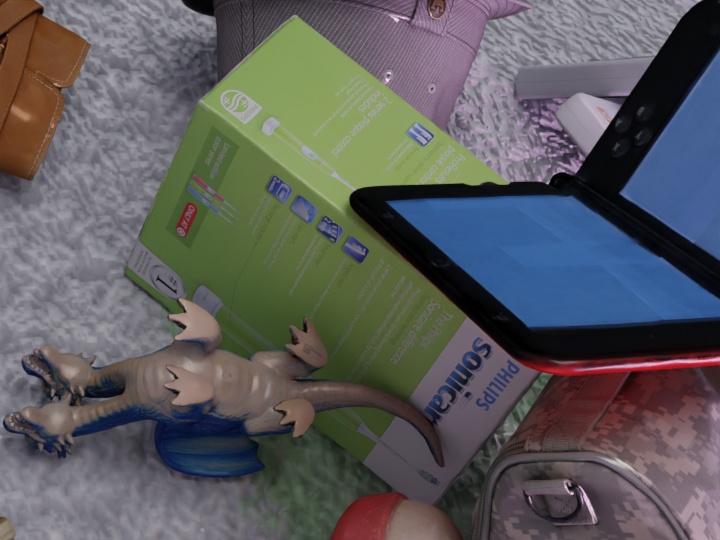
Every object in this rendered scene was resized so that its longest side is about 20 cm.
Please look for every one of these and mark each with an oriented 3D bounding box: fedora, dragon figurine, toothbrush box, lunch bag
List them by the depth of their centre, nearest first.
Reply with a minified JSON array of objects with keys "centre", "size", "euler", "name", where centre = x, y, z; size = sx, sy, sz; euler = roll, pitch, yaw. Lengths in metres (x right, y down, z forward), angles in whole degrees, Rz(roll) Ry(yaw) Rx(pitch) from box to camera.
[{"centre":[0.135,0.096,0.800],"size":[0.139,0.169,0.200],"euler":[-1,28,31],"name":"lunch bag"},{"centre":[-0.064,0.062,0.864],"size":[0.199,0.099,0.059],"euler":[10,66,-25],"name":"dragon figurine"},{"centre":[0.000,0.000,0.893],"size":[0.200,0.146,0.086],"euler":[39,51,7],"name":"toothbrush box"},{"centre":[-0.004,-0.110,0.985],"size":[0.200,0.176,0.091],"euler":[9,85,-55],"name":"fedora"}]

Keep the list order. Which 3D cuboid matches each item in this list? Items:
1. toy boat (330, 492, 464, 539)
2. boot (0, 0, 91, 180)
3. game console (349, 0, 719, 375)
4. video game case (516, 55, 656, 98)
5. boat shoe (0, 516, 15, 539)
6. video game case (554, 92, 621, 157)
[{"centre":[-0.026,0.193,0.780],"size":[0.130,0.131,0.201],"euler":[3,49,15],"name":"toy boat"},{"centre":[-0.229,-0.083,0.902],"size":[0.154,0.074,0.201],"euler":[33,64,-18],"name":"boot"},{"centre":[0.114,-0.043,0.751],"size":[0.118,0.173,0.200],"euler":[30,7,-30],"name":"game console"},{"centre":[0.216,-0.111,1.052],"size":[0.181,0.200,0.023],"euler":[-3,95,-26],"name":"video game case"},{"centre":[-0.193,0.179,0.734],"size":[0.065,0.072,0.200],"euler":[51,40,-12],"name":"boat shoe"},{"centre":[0.204,-0.011,1.013],"size":[0.200,0.023,0.182],"euler":[54,21,17],"name":"video game case"}]
